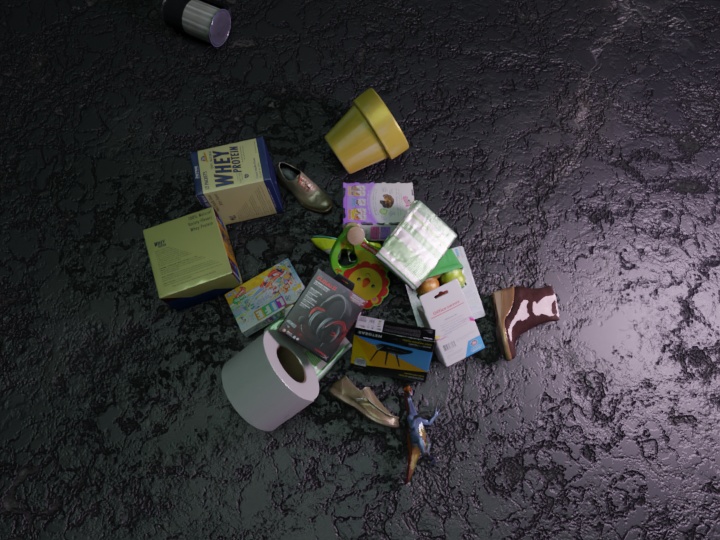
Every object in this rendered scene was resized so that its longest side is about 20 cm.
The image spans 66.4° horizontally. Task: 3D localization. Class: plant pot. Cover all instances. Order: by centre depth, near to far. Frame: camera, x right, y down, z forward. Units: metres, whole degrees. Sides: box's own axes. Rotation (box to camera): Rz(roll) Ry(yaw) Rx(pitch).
[{"bbox_3d":[0.008,-0.383,1.574,0.188,0.201,0.201,-33,73,5],"label":"plant pot"}]

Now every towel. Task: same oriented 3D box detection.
[{"bbox_3d":[0.144,-0.066,1.427,0.152,0.023,0.200,41,71,-11],"label":"towel"},{"bbox_3d":[-0.140,0.180,1.458,0.200,0.023,0.153,43,77,15],"label":"towel"}]

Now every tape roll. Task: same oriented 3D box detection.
[{"bbox_3d":[-0.215,0.262,1.326,0.139,0.203,0.203,-36,73,12],"label":"tape roll"}]

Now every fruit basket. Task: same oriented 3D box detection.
[{"bbox_3d":[0.218,0.052,1.479,0.184,0.094,0.201,-17,87,-4],"label":"fruit basket"}]

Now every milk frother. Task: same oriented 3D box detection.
[{"bbox_3d":[-0.513,-0.850,1.736,0.187,0.200,0.181,24,69,9],"label":"milk frother"}]

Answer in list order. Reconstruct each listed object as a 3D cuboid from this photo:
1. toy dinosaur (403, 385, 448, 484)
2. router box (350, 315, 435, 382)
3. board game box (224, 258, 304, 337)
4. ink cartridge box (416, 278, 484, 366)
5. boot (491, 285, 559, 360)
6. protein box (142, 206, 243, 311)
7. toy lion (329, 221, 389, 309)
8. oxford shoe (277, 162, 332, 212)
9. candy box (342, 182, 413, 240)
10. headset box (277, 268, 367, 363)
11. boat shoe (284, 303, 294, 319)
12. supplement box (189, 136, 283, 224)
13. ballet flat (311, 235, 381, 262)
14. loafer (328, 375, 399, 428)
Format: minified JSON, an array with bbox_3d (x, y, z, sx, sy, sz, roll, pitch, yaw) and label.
[{"bbox_3d":[0.129,0.386,1.358,0.200,0.105,0.182,-39,53,2],"label":"toy dinosaur"},{"bbox_3d":[0.080,0.200,1.387,0.199,0.150,0.051,10,37,5],"label":"router box"},{"bbox_3d":[-0.250,0.071,1.477,0.199,0.034,0.135,-31,59,-6],"label":"board game box"},{"bbox_3d":[0.223,0.127,1.404,0.115,0.068,0.201,-25,103,-8],"label":"ink cartridge box"},{"bbox_3d":[0.439,0.133,1.439,0.165,0.072,0.201,-3,67,2],"label":"boot"},{"bbox_3d":[-0.448,-0.029,1.484,0.198,0.135,0.201,-20,72,-5],"label":"protein box"},{"bbox_3d":[0.000,0.000,1.451,0.200,0.069,0.192,33,98,-21],"label":"toy lion"},{"bbox_3d":[-0.166,-0.238,1.580,0.200,0.075,0.071,35,74,12],"label":"oxford shoe"},{"bbox_3d":[0.050,-0.164,1.522,0.199,0.072,0.168,0,50,-1],"label":"candy box"},{"bbox_3d":[-0.089,0.102,1.353,0.148,0.075,0.200,35,82,-4],"label":"headset box"},{"bbox_3d":[-0.098,0.126,1.424,0.199,0.071,0.070,3,81,-6],"label":"boat shoe"},{"bbox_3d":[-0.336,-0.240,1.520,0.199,0.200,0.135,-13,70,-2],"label":"supplement box"},{"bbox_3d":[-0.041,-0.057,1.524,0.199,0.067,0.067,5,81,2],"label":"ballet flat"},{"bbox_3d":[0.015,0.329,1.382,0.199,0.076,0.068,28,80,10],"label":"loafer"}]
